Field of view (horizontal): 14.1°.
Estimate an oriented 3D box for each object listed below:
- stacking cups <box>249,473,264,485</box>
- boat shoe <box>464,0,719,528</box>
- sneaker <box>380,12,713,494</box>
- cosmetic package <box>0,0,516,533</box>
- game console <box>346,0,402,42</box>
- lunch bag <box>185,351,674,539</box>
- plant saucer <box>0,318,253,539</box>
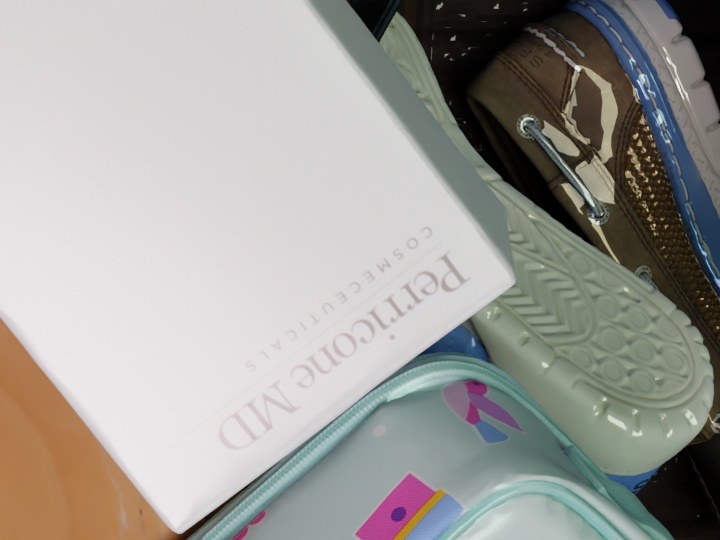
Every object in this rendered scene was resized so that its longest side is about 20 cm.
[{"bbox_3d":[-0.002,0.116,0.828,0.060,0.061,0.201,-27,134,-17],"label":"stacking cups"},{"bbox_3d":[0.086,0.015,0.883,0.072,0.072,0.201,-26,102,-12],"label":"boat shoe"},{"bbox_3d":[-0.001,0.001,0.830,0.200,0.111,0.077,42,48,4],"label":"sneaker"},{"bbox_3d":[-0.063,-0.054,0.661,0.101,0.071,0.200,-37,100,8],"label":"cosmetic package"},{"bbox_3d":[0.072,-0.127,0.750,0.118,0.173,0.200,22,138,-8],"label":"game console"},{"bbox_3d":[0.031,0.122,0.769,0.160,0.077,0.200,-44,132,0],"label":"lunch bag"},{"bbox_3d":[-0.128,0.056,0.753,0.199,0.032,0.201,2,118,4],"label":"plant saucer"}]
